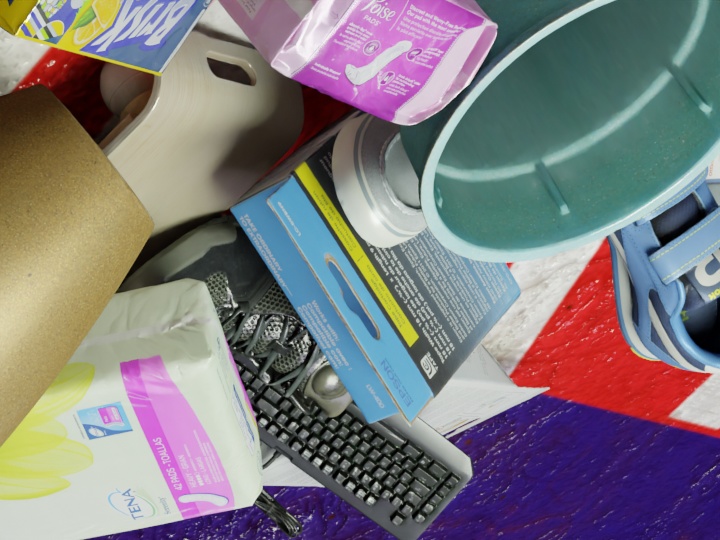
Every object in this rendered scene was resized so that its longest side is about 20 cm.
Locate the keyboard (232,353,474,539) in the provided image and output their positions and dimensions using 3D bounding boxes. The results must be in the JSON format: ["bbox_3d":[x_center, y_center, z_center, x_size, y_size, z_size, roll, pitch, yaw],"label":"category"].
[{"bbox_3d":[-0.042,0.105,1.814,0.200,0.021,0.127,37,115,-11],"label":"keyboard"}]

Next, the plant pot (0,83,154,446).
[{"bbox_3d":[-0.208,0.003,1.478,0.200,0.186,0.186,-40,148,-5],"label":"plant pot"}]

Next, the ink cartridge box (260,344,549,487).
[{"bbox_3d":[0.016,0.087,1.912,0.162,0.050,0.200,-27,168,19],"label":"ink cartridge box"}]

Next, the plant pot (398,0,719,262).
[{"bbox_3d":[0.079,-0.144,1.520,0.200,0.196,0.200,-21,148,-14],"label":"plant pot"}]

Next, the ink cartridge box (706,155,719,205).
[{"bbox_3d":[0.203,-0.101,1.733,0.199,0.087,0.146,-1,110,-34],"label":"ink cartridge box"}]

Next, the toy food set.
[{"bbox_3d":[-0.137,-0.051,1.619,0.200,0.060,0.143,-42,157,20],"label":"toy food set"}]

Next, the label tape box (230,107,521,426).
[{"bbox_3d":[0.000,0.000,1.619,0.063,0.144,0.200,-29,-173,28],"label":"label tape box"}]

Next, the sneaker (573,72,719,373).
[{"bbox_3d":[0.171,-0.027,1.635,0.074,0.082,0.200,-34,122,-15],"label":"sneaker"}]

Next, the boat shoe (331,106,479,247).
[{"bbox_3d":[0.049,-0.073,1.617,0.071,0.070,0.201,-24,-172,29],"label":"boat shoe"}]

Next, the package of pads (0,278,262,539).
[{"bbox_3d":[-0.162,0.086,1.630,0.199,0.068,0.155,-11,145,4],"label":"package of pads"}]

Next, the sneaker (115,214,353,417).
[{"bbox_3d":[-0.054,0.029,1.685,0.076,0.114,0.199,-43,161,30],"label":"sneaker"}]

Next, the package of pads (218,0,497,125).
[{"bbox_3d":[-0.033,-0.161,1.408,0.120,0.200,0.076,19,116,-49],"label":"package of pads"}]

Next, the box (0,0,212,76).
[{"bbox_3d":[-0.131,-0.144,1.401,0.070,0.064,0.200,-54,167,8],"label":"box"}]
